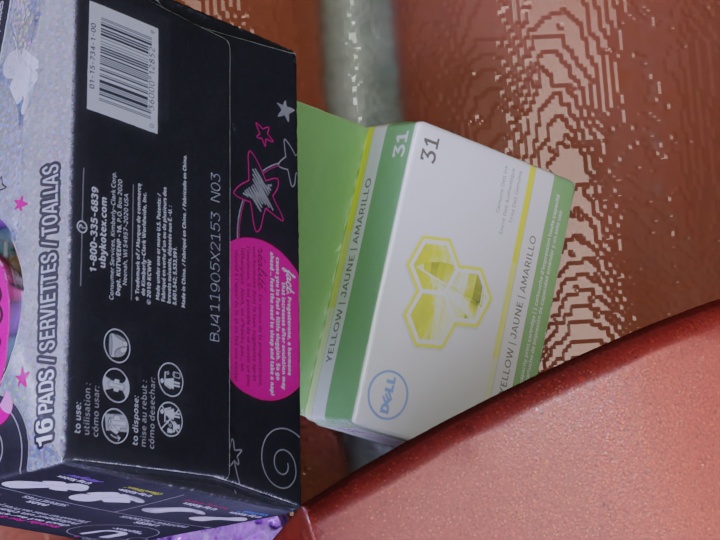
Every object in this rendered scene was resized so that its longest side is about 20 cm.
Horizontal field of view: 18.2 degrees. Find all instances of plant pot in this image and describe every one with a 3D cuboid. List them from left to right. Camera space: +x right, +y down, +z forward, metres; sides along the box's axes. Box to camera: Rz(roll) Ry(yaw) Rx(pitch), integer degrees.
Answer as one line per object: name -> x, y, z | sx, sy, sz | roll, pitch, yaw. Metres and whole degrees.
plant pot -> 0.068, 0.146, 0.906 | 0.176, 0.200, 0.200 | -13, 78, -12

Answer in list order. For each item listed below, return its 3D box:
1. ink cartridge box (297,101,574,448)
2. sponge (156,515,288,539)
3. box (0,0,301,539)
ink cartridge box -> 0.000, 0.000, 1.033 | 0.200, 0.048, 0.146 | 19, 78, -36
sponge -> -0.112, 0.176, 1.011 | 0.200, 0.030, 0.112 | -27, 55, 1
box -> -0.109, 0.000, 0.908 | 0.132, 0.115, 0.200 | 18, 64, -45
